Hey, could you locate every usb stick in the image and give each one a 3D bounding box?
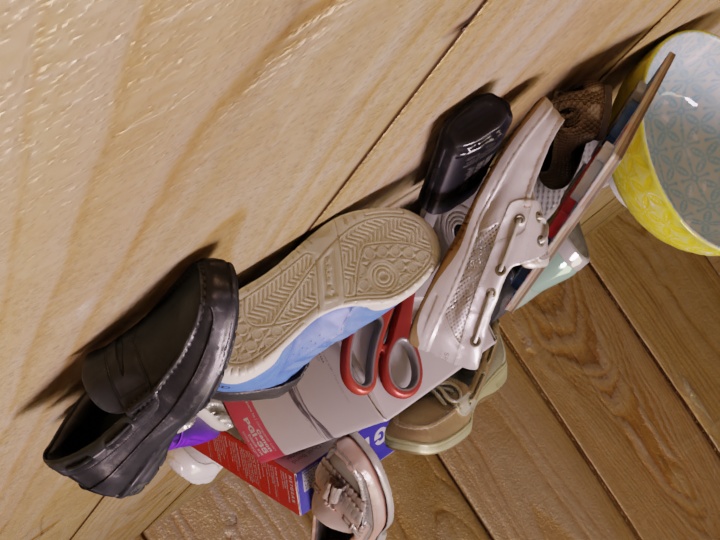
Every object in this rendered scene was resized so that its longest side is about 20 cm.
[{"bbox_3d":[0.072,-0.079,0.948,0.055,0.033,0.200,-32,173,-6],"label":"usb stick"}]

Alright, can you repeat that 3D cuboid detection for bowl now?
[{"bbox_3d":[0.287,-0.104,1.215,0.199,0.202,0.107,-29,-174,-35],"label":"bowl"}]

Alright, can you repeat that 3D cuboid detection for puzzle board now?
[{"bbox_3d":[0.184,-0.072,1.094,0.151,0.017,0.201,-56,177,-41],"label":"puzzle board"}]

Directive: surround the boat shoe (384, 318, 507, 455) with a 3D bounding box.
[{"bbox_3d":[0.077,0.099,1.183,0.072,0.064,0.200,8,-157,29],"label":"boat shoe"}]

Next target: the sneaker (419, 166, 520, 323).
[{"bbox_3d":[0.105,-0.022,1.147,0.111,0.073,0.201,-19,144,-35],"label":"sneaker"}]

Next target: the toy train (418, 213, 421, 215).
[{"bbox_3d":[0.000,0.000,1.139,0.199,0.034,0.046,-32,171,-24],"label":"toy train"}]

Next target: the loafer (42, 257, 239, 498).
[{"bbox_3d":[-0.134,0.068,0.810,0.070,0.069,0.201,16,130,-27],"label":"loafer"}]

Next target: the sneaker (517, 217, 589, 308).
[{"bbox_3d":[0.162,-0.037,1.349,0.118,0.074,0.201,-35,-160,21],"label":"sneaker"}]

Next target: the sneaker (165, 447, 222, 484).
[{"bbox_3d":[-0.136,0.147,1.393,0.099,0.078,0.200,-46,178,29],"label":"sneaker"}]

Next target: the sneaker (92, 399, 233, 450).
[{"bbox_3d":[-0.162,0.106,0.980,0.099,0.070,0.200,-28,170,5],"label":"sneaker"}]

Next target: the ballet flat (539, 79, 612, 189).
[{"bbox_3d":[0.168,-0.115,1.121,0.046,0.069,0.200,6,172,-2],"label":"ballet flat"}]

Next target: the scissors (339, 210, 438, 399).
[{"bbox_3d":[0.030,0.003,1.023,0.072,0.203,0.014,20,159,-25],"label":"scissors"}]

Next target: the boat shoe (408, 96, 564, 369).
[{"bbox_3d":[0.106,-0.024,0.962,0.202,0.069,0.071,-64,174,9],"label":"boat shoe"}]

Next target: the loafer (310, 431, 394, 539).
[{"bbox_3d":[-0.014,0.207,1.140,0.062,0.072,0.201,-31,153,-18],"label":"loafer"}]

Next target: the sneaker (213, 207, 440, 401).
[{"bbox_3d":[-0.038,0.028,0.966,0.199,0.077,0.111,-33,172,-22],"label":"sneaker"}]

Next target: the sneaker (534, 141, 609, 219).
[{"bbox_3d":[0.171,-0.091,1.266,0.199,0.075,0.082,-32,-166,-20],"label":"sneaker"}]

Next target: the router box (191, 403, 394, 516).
[{"bbox_3d":[-0.046,0.128,1.266,0.199,0.178,0.050,-30,127,-36],"label":"router box"}]

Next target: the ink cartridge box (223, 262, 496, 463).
[{"bbox_3d":[-0.006,0.078,1.115,0.146,0.084,0.199,-31,-177,-37],"label":"ink cartridge box"}]
